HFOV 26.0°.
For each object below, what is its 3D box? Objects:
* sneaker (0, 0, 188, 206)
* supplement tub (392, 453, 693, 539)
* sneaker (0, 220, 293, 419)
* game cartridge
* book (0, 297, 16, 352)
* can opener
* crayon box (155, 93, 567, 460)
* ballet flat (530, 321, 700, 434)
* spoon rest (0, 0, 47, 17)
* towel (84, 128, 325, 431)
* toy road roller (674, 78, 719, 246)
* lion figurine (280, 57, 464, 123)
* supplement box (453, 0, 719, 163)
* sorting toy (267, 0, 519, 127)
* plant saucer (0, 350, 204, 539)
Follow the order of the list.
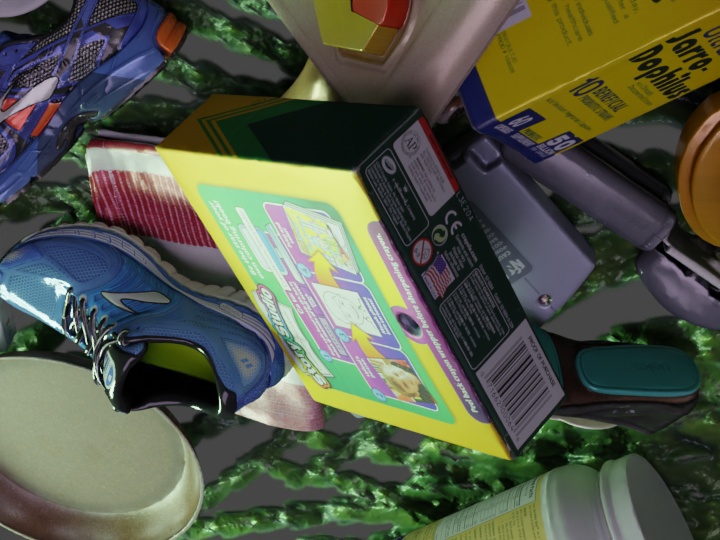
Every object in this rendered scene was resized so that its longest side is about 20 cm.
[{"bbox_3d":[-0.196,-0.103,0.928,0.200,0.075,0.078,-40,101,8],"label":"sneaker"},{"bbox_3d":[0.121,0.219,1.062,0.200,0.146,0.146,-27,117,20],"label":"supplement tub"},{"bbox_3d":[-0.144,0.034,0.960,0.200,0.089,0.079,19,128,18],"label":"sneaker"},{"bbox_3d":[0.043,0.010,1.001,0.200,0.041,0.133,-34,111,23],"label":"game cartridge"},{"bbox_3d":[-0.307,-0.031,0.999,0.133,0.048,0.200,-2,124,3],"label":"book"},{"bbox_3d":[0.161,-0.026,0.956,0.200,0.053,0.067,31,119,-13],"label":"can opener"},{"bbox_3d":[0.000,0.000,0.855,0.172,0.058,0.200,12,140,49],"label":"crayon box"},{"bbox_3d":[0.120,0.073,0.983,0.200,0.068,0.068,13,137,-19],"label":"ballet flat"},{"bbox_3d":[-0.174,-0.220,0.854,0.099,0.061,0.200,44,115,-12],"label":"spoon rest"},{"bbox_3d":[-0.097,0.010,0.992,0.144,0.023,0.200,9,125,22],"label":"towel"},{"bbox_3d":[0.277,-0.054,0.872,0.199,0.146,0.123,2,123,4],"label":"toy road roller"},{"bbox_3d":[-0.010,-0.105,0.907,0.123,0.072,0.200,51,128,16],"label":"lion figurine"},{"bbox_3d":[0.145,-0.152,0.819,0.200,0.109,0.110,-25,75,20],"label":"supplement box"},{"bbox_3d":[0.007,-0.192,0.804,0.036,0.200,0.185,-4,138,-48],"label":"sorting toy"},{"bbox_3d":[-0.201,0.123,1.079,0.200,0.032,0.201,7,131,8],"label":"plant saucer"}]
